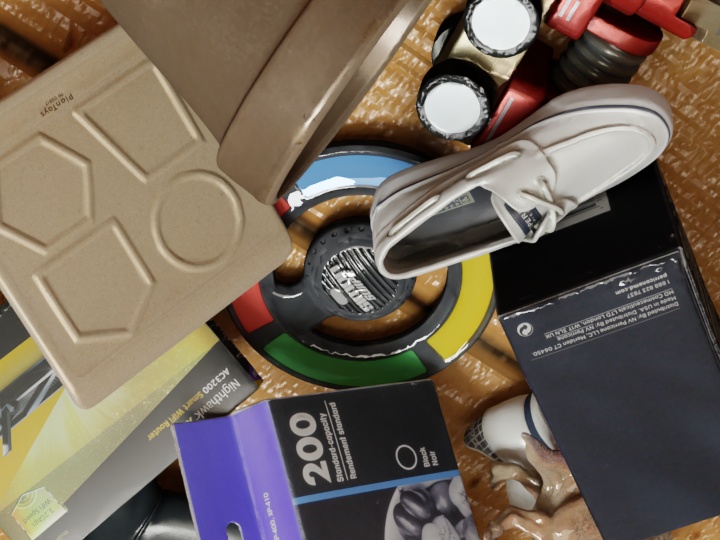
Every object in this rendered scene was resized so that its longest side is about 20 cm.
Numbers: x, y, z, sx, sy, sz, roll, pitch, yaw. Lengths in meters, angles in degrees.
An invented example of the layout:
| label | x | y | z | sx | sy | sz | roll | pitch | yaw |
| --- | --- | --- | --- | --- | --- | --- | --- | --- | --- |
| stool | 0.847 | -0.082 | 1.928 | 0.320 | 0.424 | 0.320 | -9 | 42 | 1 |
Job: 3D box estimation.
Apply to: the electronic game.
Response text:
| label | x | y | z | sx | sy | sz | roll | pitch | yaw |
| --- | --- | --- | --- | --- | --- | --- | --- | --- | --- |
| electronic game | 0.000 | 0.000 | 1.134 | 0.199 | 0.042 | 0.201 | 0 | 122 | 1 |

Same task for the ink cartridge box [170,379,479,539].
| label | x | y | z | sx | sy | sz | roll | pitch | yaw |
| --- | --- | --- | --- | --- | --- | --- | --- | --- | --- |
| ink cartridge box | -0.011 | 0.178 | 1.085 | 0.199 | 0.199 | 0.043 | -6 | 162 | -34 |

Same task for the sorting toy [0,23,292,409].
| label | x | y | z | sx | sy | sz | roll | pitch | yaw |
| --- | --- | --- | --- | --- | --- | --- | --- | --- | --- |
| sorting toy | -0.157 | -0.041 | 1.042 | 0.185 | 0.036 | 0.200 | -38 | 114 | -23 |

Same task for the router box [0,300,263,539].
| label | x | y | z | sx | sy | sz | roll | pitch | yaw |
| --- | --- | --- | --- | --- | --- | --- | --- | --- | --- |
| router box | -0.191 | 0.082 | 1.117 | 0.200 | 0.052 | 0.157 | -41 | 92 | 1 |

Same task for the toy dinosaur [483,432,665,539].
| label | x | y | z | sx | sy | sz | roll | pitch | yaw |
| --- | --- | --- | --- | --- | --- | --- | --- | --- | --- |
| toy dinosaur | 0.160 | 0.192 | 1.150 | 0.135 | 0.086 | 0.201 | -5 | 107 | 12 |

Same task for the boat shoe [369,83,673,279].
| label | x | y | z | sx | sy | sz | roll | pitch | yaw |
| --- | --- | --- | --- | --- | --- | --- | --- | --- | --- |
| boat shoe | 0.097 | -0.045 | 0.982 | 0.199 | 0.066 | 0.074 | -25 | 128 | 24 |

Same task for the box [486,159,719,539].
| label | x | y | z | sx | sy | sz | roll | pitch | yaw |
| --- | --- | --- | --- | --- | --- | --- | --- | --- | --- |
| box | 0.169 | 0.035 | 1.059 | 0.123 | 0.200 | 0.199 | -21 | 118 | 13 |

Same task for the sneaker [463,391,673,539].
| label | x | y | z | sx | sy | sz | roll | pitch | yaw |
| --- | --- | --- | --- | --- | --- | --- | --- | --- | --- |
| sneaker | 0.162 | 0.169 | 1.223 | 0.080 | 0.076 | 0.200 | -29 | 110 | 28 |

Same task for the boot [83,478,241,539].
| label | x | y | z | sx | sy | sz | roll | pitch | yaw |
| --- | --- | --- | --- | --- | --- | --- | --- | --- | --- |
| boot | -0.138 | 0.166 | 1.219 | 0.167 | 0.077 | 0.201 | 5 | 117 | -7 |

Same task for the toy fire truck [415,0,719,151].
| label | x | y | z | sx | sy | sz | roll | pitch | yaw |
| --- | --- | --- | --- | --- | --- | --- | --- | --- | --- |
| toy fire truck | 0.158 | -0.139 | 1.014 | 0.199 | 0.129 | 0.176 | 26 | 123 | -6 |

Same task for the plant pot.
| label | x | y | z | sx | sy | sz | roll | pitch | yaw |
| --- | --- | --- | --- | --- | --- | --- | --- | --- | --- |
| plant pot | -0.063 | -0.168 | 0.965 | 0.174 | 0.200 | 0.200 | 37 | 116 | -1 |
